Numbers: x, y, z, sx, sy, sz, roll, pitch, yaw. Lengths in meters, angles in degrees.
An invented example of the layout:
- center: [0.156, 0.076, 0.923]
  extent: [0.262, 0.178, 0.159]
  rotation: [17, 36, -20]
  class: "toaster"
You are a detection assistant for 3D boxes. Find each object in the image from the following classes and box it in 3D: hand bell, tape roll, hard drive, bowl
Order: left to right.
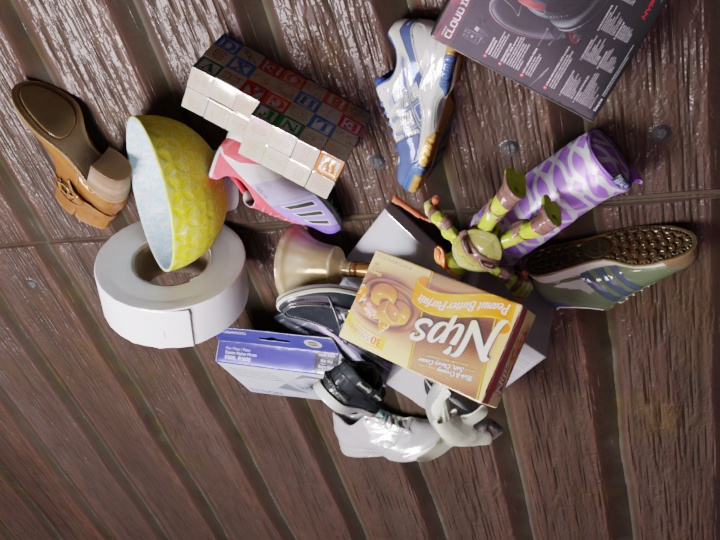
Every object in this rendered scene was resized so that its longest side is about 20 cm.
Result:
- center: [-0.253, 0.011, 1.086]
  extent: [0.202, 0.203, 0.071]
  rotation: [12, 132, 10]
  class: "tape roll"
- center: [-0.219, -0.105, 1.022]
  extent: [0.107, 0.200, 0.201]
  rotation: [-14, 137, -24]
  class: "bowl"
- center: [0.000, 0.000, 1.037]
  extent: [0.199, 0.104, 0.104]
  rotation: [6, 131, 22]
  class: "hand bell"
- center: [0.036, 0.019, 1.086]
  extent: [0.132, 0.025, 0.200]
  rotation: [43, 132, 4]
  class: "hard drive"

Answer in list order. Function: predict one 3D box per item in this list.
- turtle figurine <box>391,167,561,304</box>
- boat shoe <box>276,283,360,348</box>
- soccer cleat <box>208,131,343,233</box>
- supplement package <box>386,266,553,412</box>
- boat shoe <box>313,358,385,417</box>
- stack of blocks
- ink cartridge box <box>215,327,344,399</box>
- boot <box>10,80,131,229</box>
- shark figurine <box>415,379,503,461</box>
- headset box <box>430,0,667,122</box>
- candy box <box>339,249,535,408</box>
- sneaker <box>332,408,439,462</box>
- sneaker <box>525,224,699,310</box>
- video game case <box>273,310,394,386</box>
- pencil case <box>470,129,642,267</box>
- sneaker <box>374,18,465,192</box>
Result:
- center: [0.134, -0.041, 0.897]
  extent: [0.200, 0.064, 0.161]
  rotation: [45, 132, 0]
  class: "turtle figurine"
- center: [-0.010, 0.063, 1.028]
  extent: [0.199, 0.062, 0.075]
  rotation: [11, 152, -8]
  class: "boat shoe"
- center: [-0.103, -0.094, 1.001]
  extent: [0.200, 0.073, 0.068]
  rotation: [40, 168, -36]
  class: "soccer cleat"
- center: [0.145, 0.093, 1.067]
  extent: [0.121, 0.120, 0.200]
  rotation: [33, 132, -10]
  class: "supplement package"
- center: [0.003, 0.157, 1.097]
  extent: [0.060, 0.200, 0.076]
  rotation: [-46, 76, 8]
  class: "boat shoe"
- center: [-0.100, -0.180, 0.927]
  extent: [0.200, 0.115, 0.059]
  rotation: [28, 133, -4]
  class: "stack of blocks"
- center: [-0.110, 0.147, 1.208]
  extent: [0.199, 0.041, 0.200]
  rotation: [4, 154, 18]
  class: "ink cartridge box"
- center: [-0.404, -0.149, 1.097]
  extent: [0.200, 0.074, 0.155]
  rotation: [46, 145, -1]
  class: "boot"
- center: [0.105, 0.155, 1.006]
  extent: [0.128, 0.090, 0.215]
  rotation: [-22, 135, -5]
  class: "shark figurine"
- center: [0.170, -0.257, 0.762]
  extent: [0.200, 0.075, 0.149]
  rotation: [26, 114, -3]
  class: "headset box"
- center: [0.085, 0.064, 0.924]
  extent: [0.200, 0.116, 0.055]
  rotation: [22, 177, 31]
  class: "candy box"
- center: [0.042, 0.251, 1.280]
  extent: [0.199, 0.075, 0.089]
  rotation: [-9, 114, 28]
  class: "sneaker"
- center: [0.310, 0.005, 0.976]
  extent: [0.200, 0.067, 0.090]
  rotation: [-9, 133, 27]
  class: "sneaker"
- center: [-0.027, 0.111, 1.169]
  extent: [0.200, 0.019, 0.143]
  rotation: [35, 163, -10]
  class: "video game case"
- center: [0.220, -0.079, 0.924]
  extent: [0.085, 0.084, 0.200]
  rotation: [25, 138, -31]
  class: "pencil case"
- center: [0.058, -0.187, 0.902]
  extent: [0.088, 0.075, 0.200]
  rotation: [20, 124, 14]
  class: "sneaker"
